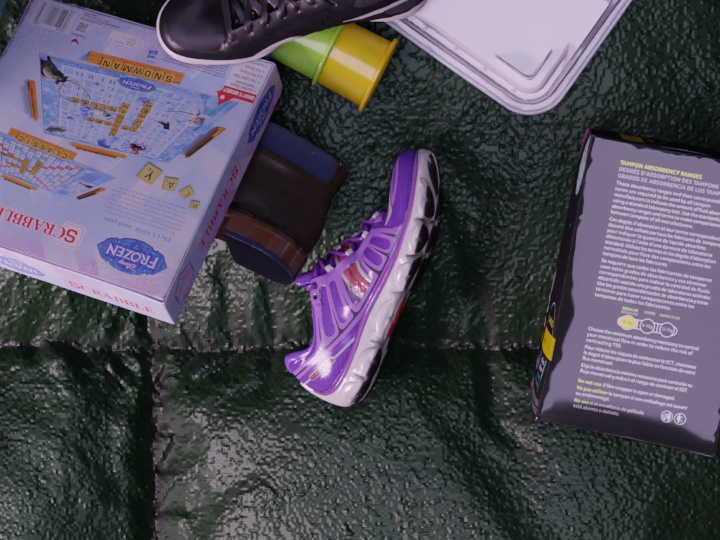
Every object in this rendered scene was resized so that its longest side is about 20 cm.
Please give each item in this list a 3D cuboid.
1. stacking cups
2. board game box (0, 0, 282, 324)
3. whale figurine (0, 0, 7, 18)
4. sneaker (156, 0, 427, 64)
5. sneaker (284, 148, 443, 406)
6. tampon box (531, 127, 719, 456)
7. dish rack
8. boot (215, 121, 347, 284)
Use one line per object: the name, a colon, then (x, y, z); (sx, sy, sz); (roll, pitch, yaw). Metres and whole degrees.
stacking cups: (-0.071, -0.190, 1.402); (0.200, 0.061, 0.061); (29, 97, 1)
board game box: (-0.184, -0.083, 1.373); (0.199, 0.041, 0.200); (18, 69, 15)
whale figurine: (-0.284, -0.200, 1.364); (0.103, 0.159, 0.201); (-7, 95, -14)
sneaker: (-0.047, -0.200, 1.319); (0.199, 0.112, 0.073); (-14, 82, -3)
sneaker: (0.000, 0.000, 1.409); (0.083, 0.081, 0.201); (25, 98, 8)
tampon box: (0.200, 0.009, 1.353); (0.126, 0.150, 0.201); (11, 96, 3)
dish rack: (0.098, -0.227, 1.393); (0.200, 0.044, 0.172); (35, 97, 0)
boot: (-0.107, -0.076, 1.428); (0.200, 0.075, 0.097); (31, 72, 12)
